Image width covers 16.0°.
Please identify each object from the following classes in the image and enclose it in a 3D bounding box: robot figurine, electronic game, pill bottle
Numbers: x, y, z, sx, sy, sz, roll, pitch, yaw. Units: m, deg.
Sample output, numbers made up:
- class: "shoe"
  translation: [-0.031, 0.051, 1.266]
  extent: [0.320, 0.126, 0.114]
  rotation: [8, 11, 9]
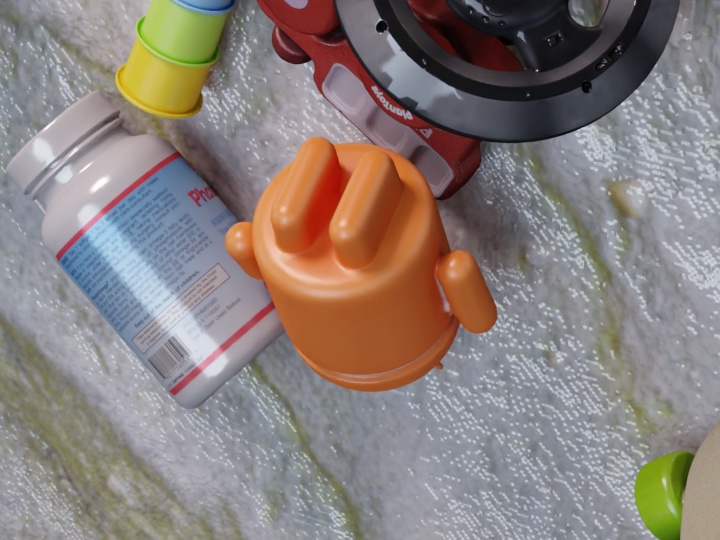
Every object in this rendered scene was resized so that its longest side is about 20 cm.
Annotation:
- class: "robot figurine"
  translation: [-0.001, -0.001, 1.572]
  extent: [0.143, 0.117, 0.200]
  rotation: [-20, 147, 0]
- class: "electronic game"
  translation: [0.081, -0.169, 1.432]
  extent: [0.200, 0.200, 0.042]
  rotation: [45, 169, 3]
- class: "pill bottle"
  translation: [-0.136, -0.016, 1.673]
  extent: [0.200, 0.109, 0.109]
  rotation: [50, 128, 0]

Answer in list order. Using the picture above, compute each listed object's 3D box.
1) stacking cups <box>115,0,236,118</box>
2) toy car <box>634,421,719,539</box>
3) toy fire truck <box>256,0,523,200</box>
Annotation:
- class: "stacking cups"
  translation: [-0.093, -0.191, 1.597]
  extent: [0.060, 0.060, 0.200]
  rotation: [33, 122, 12]
- class: "toy car"
  translation: [0.285, 0.184, 1.538]
  extent: [0.200, 0.158, 0.164]
  rotation: [35, 137, -26]
- class: "toy fire truck"
  translation: [0.007, -0.145, 1.532]
  extent: [0.200, 0.112, 0.168]
  rotation: [42, 148, 5]
